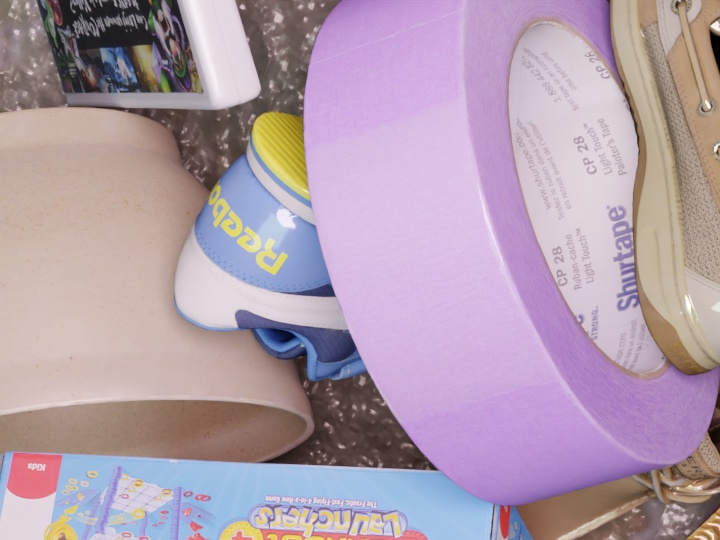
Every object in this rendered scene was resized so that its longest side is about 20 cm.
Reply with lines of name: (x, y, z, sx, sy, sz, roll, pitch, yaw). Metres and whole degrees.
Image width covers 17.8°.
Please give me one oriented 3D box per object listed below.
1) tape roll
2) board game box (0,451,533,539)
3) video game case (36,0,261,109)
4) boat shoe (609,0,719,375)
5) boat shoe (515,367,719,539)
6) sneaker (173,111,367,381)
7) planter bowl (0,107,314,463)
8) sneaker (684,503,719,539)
tape roll: (0.060, -0.018, 0.840, 0.066, 0.200, 0.200, -17, 100, 28)
board game box: (-0.025, 0.135, 0.938, 0.200, 0.196, 0.056, 1, 67, 16)
video game case: (-0.104, -0.152, 0.893, 0.023, 0.200, 0.182, -19, 101, -21)
boat shoe: (0.136, -0.061, 0.859, 0.063, 0.073, 0.201, -15, 58, 29)
boat shoe: (0.123, 0.058, 0.927, 0.200, 0.065, 0.071, -43, 128, 20)
sneaker: (0.000, 0.000, 0.898, 0.082, 0.200, 0.074, -52, 55, 13)
planter bowl: (-0.127, 0.013, 0.944, 0.200, 0.200, 0.135, -13, 75, 18)
sneaker: (0.170, 0.120, 0.948, 0.200, 0.090, 0.075, -33, 77, -4)
